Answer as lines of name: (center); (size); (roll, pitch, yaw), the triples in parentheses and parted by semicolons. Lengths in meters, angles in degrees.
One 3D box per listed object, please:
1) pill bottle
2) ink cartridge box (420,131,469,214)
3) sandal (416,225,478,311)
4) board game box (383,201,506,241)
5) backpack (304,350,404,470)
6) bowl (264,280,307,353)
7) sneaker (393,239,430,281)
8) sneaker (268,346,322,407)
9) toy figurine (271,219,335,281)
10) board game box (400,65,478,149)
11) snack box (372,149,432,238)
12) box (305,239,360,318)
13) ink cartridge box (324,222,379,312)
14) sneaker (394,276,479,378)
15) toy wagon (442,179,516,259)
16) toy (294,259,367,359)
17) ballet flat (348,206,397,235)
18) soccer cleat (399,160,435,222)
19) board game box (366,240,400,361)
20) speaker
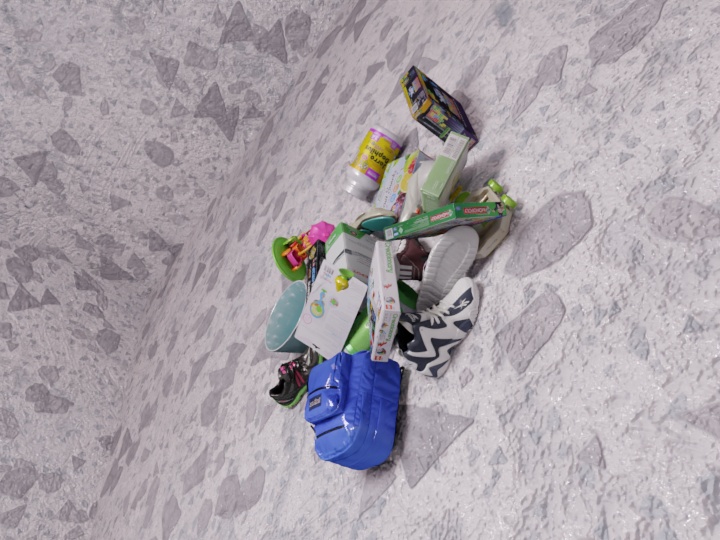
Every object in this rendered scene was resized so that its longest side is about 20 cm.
pill bottle: (0.029, -0.297, 1.612); (0.201, 0.104, 0.104); (-60, 27, 5)
ink cartridge box: (0.179, -0.182, 1.233); (0.146, 0.048, 0.200); (-62, -16, -13)
sandal: (0.158, -0.003, 1.117); (0.050, 0.082, 0.204); (-94, 27, -65)
board game box: (0.156, -0.092, 1.091); (0.199, 0.134, 0.029); (-15, 82, 55)
backpack: (-0.023, 0.273, 1.112); (0.162, 0.167, 0.202); (-40, 37, 47)
bowl: (-0.159, 0.139, 1.530); (0.201, 0.105, 0.202); (-40, 35, 35)
sneaker: (0.132, -0.018, 1.226); (0.200, 0.114, 0.076); (-53, -33, -62)
sneaker: (-0.161, 0.257, 1.447); (0.201, 0.083, 0.077); (-57, 28, 9)
toy figurine: (-0.141, -0.082, 1.723); (0.183, 0.151, 0.200); (-29, 15, 26)
board game box: (0.182, -0.379, 1.356); (0.057, 0.164, 0.201); (-46, 31, 29)
snack box: (0.097, -0.188, 1.447); (0.142, 0.053, 0.202); (-11, 57, 58)
box: (-0.051, 0.035, 1.382); (0.046, 0.158, 0.201); (-44, 32, 34)
ink cartridge box: (0.000, 0.000, 1.340); (0.083, 0.146, 0.201); (-50, 28, 29)
sneaker: (0.129, 0.086, 1.057); (0.200, 0.129, 0.079); (-60, 29, 4)
toy wagon: (0.231, -0.109, 1.162); (0.155, 0.039, 0.201); (-50, 29, 21)
toy: (-0.058, 0.085, 1.236); (0.047, 0.115, 0.201); (-28, -36, -57)
ballet flat: (0.020, -0.122, 1.401); (0.200, 0.067, 0.063); (-26, 55, 54)
soccer cleat: (0.132, -0.168, 1.345); (0.077, 0.069, 0.201); (18, 74, 35)
board game box: (0.040, 0.054, 1.090); (0.201, 0.034, 0.127); (-93, 11, -50)
speaker: (0.040, 0.115, 1.233); (0.200, 0.088, 0.089); (-52, 29, 18)
